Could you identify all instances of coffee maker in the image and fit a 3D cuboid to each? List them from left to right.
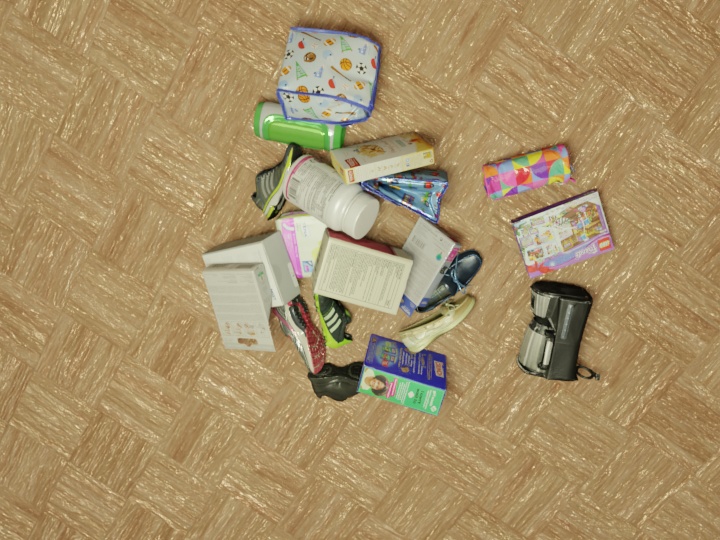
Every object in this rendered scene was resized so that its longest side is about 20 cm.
[{"bbox_3d":[0.467,0.137,1.441,0.187,0.135,0.205,2,109,-18],"label":"coffee maker"}]

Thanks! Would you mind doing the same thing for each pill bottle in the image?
[{"bbox_3d":[-0.063,-0.158,1.362,0.198,0.113,0.115,33,109,20],"label":"pill bottle"}]

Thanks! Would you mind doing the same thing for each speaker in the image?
[{"bbox_3d":[-0.134,-0.320,1.390,0.195,0.089,0.091,11,108,4],"label":"speaker"}]

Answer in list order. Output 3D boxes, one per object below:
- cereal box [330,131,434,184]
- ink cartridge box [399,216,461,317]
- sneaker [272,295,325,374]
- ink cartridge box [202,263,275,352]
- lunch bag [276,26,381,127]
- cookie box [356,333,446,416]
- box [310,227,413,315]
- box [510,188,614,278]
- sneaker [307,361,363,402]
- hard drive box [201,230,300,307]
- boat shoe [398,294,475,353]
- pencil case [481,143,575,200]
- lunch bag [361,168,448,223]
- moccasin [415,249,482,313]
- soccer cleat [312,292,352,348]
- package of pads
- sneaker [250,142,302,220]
[{"bbox_3d":[0.043,-0.242,1.329,0.195,0.144,0.040,-14,119,-10],"label":"cereal box"},{"bbox_3d":[0.136,-0.007,1.441,0.119,0.042,0.202,42,110,35],"label":"ink cartridge box"},{"bbox_3d":[-0.147,0.160,1.542,0.073,0.080,0.204,-20,96,27],"label":"sneaker"},{"bbox_3d":[-0.269,0.084,1.439,0.158,0.050,0.204,0,115,30],"label":"ink cartridge box"},{"bbox_3d":[-0.060,-0.401,1.309,0.195,0.124,0.174,5,72,8],"label":"lunch bag"},{"bbox_3d":[0.102,0.244,1.482,0.195,0.172,0.077,16,111,2],"label":"cookie box"},{"bbox_3d":[0.000,0.000,1.389,0.196,0.109,0.131,16,102,-12],"label":"box"},{"bbox_3d":[0.454,-0.081,1.411,0.196,0.039,0.139,-20,102,12],"label":"box"},{"bbox_3d":[-0.033,0.284,1.566,0.195,0.076,0.093,0,120,20],"label":"sneaker"},{"bbox_3d":[-0.258,0.008,1.470,0.196,0.077,0.159,-8,107,33],"label":"hard drive box"},{"bbox_3d":[0.182,0.116,1.483,0.199,0.073,0.064,-38,96,13],"label":"boat shoe"},{"bbox_3d":[0.364,-0.211,1.363,0.195,0.089,0.090,-12,105,12],"label":"pencil case"},{"bbox_3d":[0.087,-0.188,1.366,0.195,0.151,0.096,16,108,2],"label":"lunch bag"},{"bbox_3d":[0.208,0.038,1.461,0.080,0.068,0.200,42,107,-6],"label":"moccasin"},{"bbox_3d":[-0.067,0.098,1.509,0.079,0.068,0.204,-13,121,-2],"label":"soccer cleat"},{"bbox_3d":[-0.095,-0.069,1.468,0.195,0.068,0.158,-5,107,8],"label":"package of pads"},{"bbox_3d":[-0.196,-0.209,1.421,0.080,0.074,0.202,35,124,4],"label":"sneaker"}]
